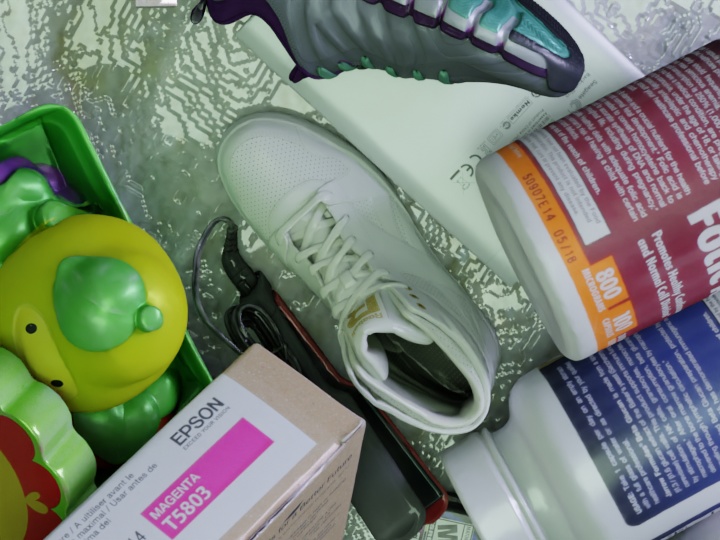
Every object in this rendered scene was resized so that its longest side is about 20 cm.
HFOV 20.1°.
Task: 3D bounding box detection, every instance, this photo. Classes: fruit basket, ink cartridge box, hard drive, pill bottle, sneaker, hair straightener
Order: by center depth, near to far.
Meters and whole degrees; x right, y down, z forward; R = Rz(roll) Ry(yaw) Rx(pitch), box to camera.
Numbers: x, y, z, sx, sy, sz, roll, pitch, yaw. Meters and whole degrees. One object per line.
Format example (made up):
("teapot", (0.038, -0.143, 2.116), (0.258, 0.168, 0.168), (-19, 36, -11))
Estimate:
("ink cartridge box", (-0.092, 0.156, 0.985), (0.075, 0.165, 0.200), (36, 57, 19))
("pill bottle", (0.169, -0.047, 1.019), (0.199, 0.114, 0.115), (-27, 100, -1))
("fruit basket", (-0.153, 0.027, 1.022), (0.155, 0.216, 0.216), (-25, 100, 7))
("sneaker", (0.013, -0.122, 1.034), (0.199, 0.074, 0.088), (28, 115, 5))
("sneaker", (0.000, 0.000, 1.056), (0.200, 0.116, 0.074), (44, 101, -6))
("pill bottle", (0.146, 0.084, 1.063), (0.199, 0.111, 0.111), (-29, 100, 1))
("hair straightener", (-0.028, 0.059, 1.073), (0.041, 0.077, 0.201), (-33, 87, 23))
("hard drive", (0.051, -0.106, 1.077), (0.200, 0.027, 0.132), (42, 100, -8))

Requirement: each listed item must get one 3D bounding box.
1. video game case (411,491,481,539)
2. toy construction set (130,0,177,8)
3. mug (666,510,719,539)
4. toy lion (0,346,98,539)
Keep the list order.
("video game case", (0.093, 0.235, 1.144), (0.180, 0.036, 0.201), (13, 102, -2))
("toy construction set", (-0.121, -0.187, 0.992), (0.131, 0.200, 0.093), (-29, 115, -23))
("mug", (0.218, 0.181, 1.027), (0.187, 0.153, 0.149), (-44, 85, 3))
("toy lion", (-0.214, 0.111, 1.009), (0.191, 0.069, 0.201), (16, 128, 19))
